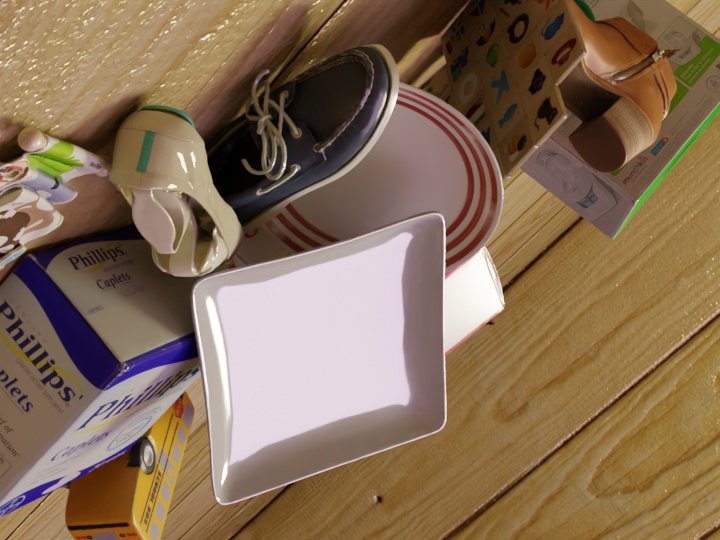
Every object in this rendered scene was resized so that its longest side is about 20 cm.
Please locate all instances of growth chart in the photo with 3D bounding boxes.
[{"bbox_3d":[-0.230,-0.012,0.818,0.200,0.018,0.145,-41,171,11],"label":"growth chart"}]

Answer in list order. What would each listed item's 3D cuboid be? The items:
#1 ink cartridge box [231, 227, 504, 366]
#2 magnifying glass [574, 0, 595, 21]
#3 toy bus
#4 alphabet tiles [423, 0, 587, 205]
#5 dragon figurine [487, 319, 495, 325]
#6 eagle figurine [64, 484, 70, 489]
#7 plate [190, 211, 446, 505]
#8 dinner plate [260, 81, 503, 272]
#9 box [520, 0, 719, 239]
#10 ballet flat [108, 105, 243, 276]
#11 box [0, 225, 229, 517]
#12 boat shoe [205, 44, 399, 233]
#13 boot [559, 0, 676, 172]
[{"bbox_3d":[0.000,0.000,1.169,0.146,0.200,0.083,-38,135,-12],"label":"ink cartridge box"},{"bbox_3d":[0.122,-0.182,1.260,0.200,0.080,0.022,-31,180,6],"label":"magnifying glass"},{"bbox_3d":[-0.192,0.147,1.197,0.065,0.078,0.200,-7,-137,17],"label":"toy bus"},{"bbox_3d":[0.106,-0.151,1.068,0.006,0.200,0.166,20,130,-28],"label":"alphabet tiles"},{"bbox_3d":[0.015,0.062,1.261,0.059,0.200,0.100,-179,-80,-73],"label":"dragon figurine"},{"bbox_3d":[-0.276,0.174,1.258,0.200,0.151,0.152,7,95,-37],"label":"eagle figurine"},{"bbox_3d":[-0.029,0.061,1.027,0.200,0.032,0.200,-17,124,-22],"label":"plate"},{"bbox_3d":[0.007,-0.068,1.028,0.200,0.200,0.024,-49,-163,43],"label":"dinner plate"},{"bbox_3d":[0.242,-0.167,1.341,0.200,0.176,0.097,-49,169,-20],"label":"box"},{"bbox_3d":[-0.120,-0.033,0.905,0.069,0.069,0.200,-38,156,-10],"label":"ballet flat"},{"bbox_3d":[-0.205,0.070,1.022,0.200,0.105,0.184,-46,170,27],"label":"box"},{"bbox_3d":[-0.057,-0.090,0.949,0.062,0.075,0.200,6,152,-46],"label":"boat shoe"},{"bbox_3d":[0.199,-0.194,1.178,0.077,0.200,0.155,-30,-170,41],"label":"boot"}]
